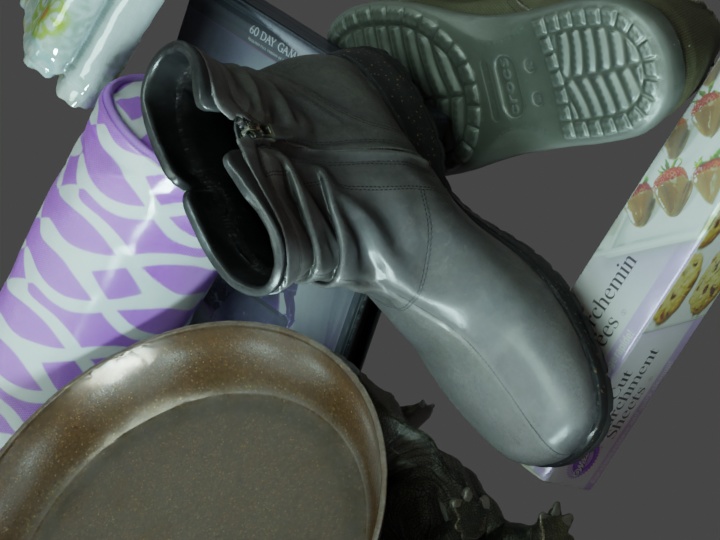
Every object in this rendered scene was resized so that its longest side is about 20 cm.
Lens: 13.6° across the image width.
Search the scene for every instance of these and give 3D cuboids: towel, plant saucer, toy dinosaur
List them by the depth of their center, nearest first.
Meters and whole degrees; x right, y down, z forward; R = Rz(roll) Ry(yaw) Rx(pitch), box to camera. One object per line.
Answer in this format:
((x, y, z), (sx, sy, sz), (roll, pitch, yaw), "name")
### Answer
((-0.073, 0.111, 1.165), (0.199, 0.032, 0.201), (-17, 48, 19), "plant saucer")
((0.025, 0.129, 1.205), (0.102, 0.077, 0.201), (5, 98, 52), "toy dinosaur")
((-0.083, -0.173, 1.288), (0.201, 0.048, 0.171), (-58, 16, 11), "towel")

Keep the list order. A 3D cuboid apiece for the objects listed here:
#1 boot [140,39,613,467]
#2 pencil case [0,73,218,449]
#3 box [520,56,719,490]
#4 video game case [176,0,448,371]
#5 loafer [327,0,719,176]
((0.000, 0.000, 1.137), (0.070, 0.131, 0.200), (-49, 68, 29), "boot")
((-0.110, 0.007, 1.266), (0.200, 0.084, 0.086), (-58, 27, 27), "pencil case")
((0.121, -0.008, 1.174), (0.039, 0.041, 0.201), (39, 102, 33), "box")
((-0.047, -0.005, 1.274), (0.143, 0.019, 0.201), (34, 116, 35), "video game case")
((0.066, -0.080, 1.220), (0.199, 0.069, 0.076), (4, 108, 46), "loafer")
